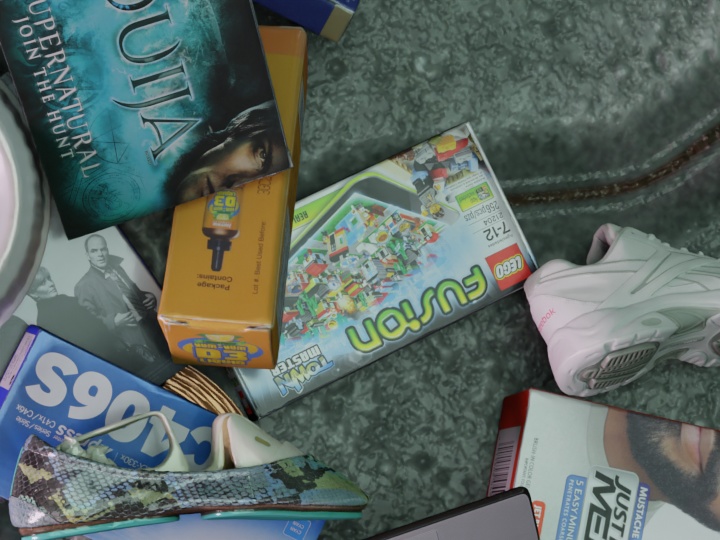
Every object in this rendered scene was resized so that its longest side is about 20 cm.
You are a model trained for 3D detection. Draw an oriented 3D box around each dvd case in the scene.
[{"bbox_3d":[-0.206,0.009,1.199,0.150,0.025,0.200,-36,98,-11],"label":"dvd case"}]

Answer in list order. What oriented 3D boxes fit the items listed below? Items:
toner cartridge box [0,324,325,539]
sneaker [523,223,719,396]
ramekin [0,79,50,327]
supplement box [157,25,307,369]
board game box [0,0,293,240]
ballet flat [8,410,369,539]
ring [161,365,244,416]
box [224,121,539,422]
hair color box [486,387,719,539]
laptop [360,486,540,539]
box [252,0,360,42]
[{"bbox_3d":[-0.118,0.117,1.191,0.200,0.043,0.095,27,86,-16],"label":"toner cartridge box"},{"bbox_3d":[0.188,0.008,1.278,0.200,0.078,0.099,-9,58,-33],"label":"sneaker"},{"bbox_3d":[-0.265,-0.039,1.124,0.202,0.094,0.203,0,91,-13],"label":"ramekin"},{"bbox_3d":[-0.072,-0.044,1.215,0.066,0.069,0.200,5,62,2],"label":"supplement box"},{"bbox_3d":[-0.120,-0.118,1.109,0.135,0.028,0.200,-18,130,-6],"label":"board game box"},{"bbox_3d":[-0.092,0.109,1.143,0.200,0.074,0.074,-2,83,-18],"label":"ballet flat"},{"bbox_3d":[-0.152,0.142,1.230,0.200,0.019,0.201,2,82,-12],"label":"ring"},{"bbox_3d":[0.000,0.000,1.270,0.200,0.035,0.110,-26,88,-13],"label":"box"},{"bbox_3d":[0.180,0.147,1.272,0.200,0.064,0.111,12,80,-10],"label":"hair color box"},{"bbox_3d":[0.039,0.255,1.186,0.187,0.116,0.200,-18,128,-4],"label":"laptop"},{"bbox_3d":[-0.083,-0.225,1.257,0.200,0.032,0.121,27,44,-7],"label":"box"}]
